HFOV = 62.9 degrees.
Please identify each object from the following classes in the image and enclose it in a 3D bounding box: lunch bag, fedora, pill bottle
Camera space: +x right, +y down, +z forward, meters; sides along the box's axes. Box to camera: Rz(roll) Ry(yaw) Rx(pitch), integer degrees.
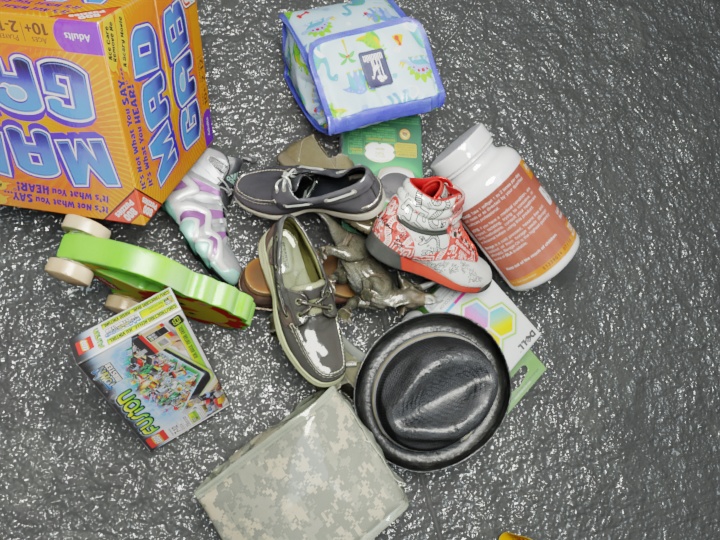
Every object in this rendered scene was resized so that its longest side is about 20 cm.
[{"bbox_3d":[-0.002,-0.267,0.783,0.166,0.129,0.202,-18,57,-14],"label":"lunch bag"},{"bbox_3d":[0.089,0.142,0.683,0.195,0.092,0.206,0,82,-2],"label":"fedora"},{"bbox_3d":[0.183,-0.083,0.760,0.112,0.112,0.201,-44,100,-18],"label":"pill bottle"},{"bbox_3d":[-0.060,0.250,0.677,0.198,0.118,0.166,-34,87,-3],"label":"lunch bag"}]

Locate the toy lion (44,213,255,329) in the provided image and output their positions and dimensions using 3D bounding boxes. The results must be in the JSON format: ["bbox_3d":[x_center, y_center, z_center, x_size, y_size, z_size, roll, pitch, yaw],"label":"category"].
[{"bbox_3d":[-0.218,0.019,0.668,0.187,0.201,0.070,12,72,10],"label":"toy lion"}]

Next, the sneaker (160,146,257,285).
[{"bbox_3d":[-0.181,-0.094,0.758,0.139,0.078,0.201,-37,88,-17],"label":"sneaker"}]

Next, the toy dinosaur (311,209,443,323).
[{"bbox_3d":[0.000,0.000,0.730,0.200,0.078,0.102,43,35,14],"label":"toy dinosaur"}]

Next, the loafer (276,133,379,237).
[{"bbox_3d":[-0.024,-0.109,0.757,0.199,0.076,0.068,39,93,15],"label":"loafer"}]

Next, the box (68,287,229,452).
[{"bbox_3d":[-0.220,0.116,0.645,0.109,0.202,0.035,-29,54,-18],"label":"box"}]

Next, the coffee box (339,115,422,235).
[{"bbox_3d":[0.028,-0.120,0.829,0.120,0.044,0.206,1,77,-11],"label":"coffee box"}]

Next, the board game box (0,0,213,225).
[{"bbox_3d":[-0.294,-0.200,0.628,0.194,0.204,0.202,8,39,6],"label":"board game box"}]

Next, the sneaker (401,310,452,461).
[{"bbox_3d":[0.110,0.153,0.783,0.103,0.075,0.205,-3,81,-30],"label":"sneaker"}]

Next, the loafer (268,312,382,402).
[{"bbox_3d":[-0.037,0.120,0.745,0.197,0.075,0.071,32,68,-4],"label":"loafer"}]

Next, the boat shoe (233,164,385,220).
[{"bbox_3d":[-0.068,-0.104,0.694,0.195,0.063,0.074,6,65,18],"label":"boat shoe"}]

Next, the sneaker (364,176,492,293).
[{"bbox_3d":[0.109,-0.043,0.708,0.198,0.109,0.068,16,29,-31],"label":"sneaker"}]

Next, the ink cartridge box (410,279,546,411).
[{"bbox_3d":[0.174,0.092,0.808,0.104,0.059,0.201,-41,89,-19],"label":"ink cartridge box"}]

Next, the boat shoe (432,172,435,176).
[{"bbox_3d":[0.187,-0.086,0.849,0.197,0.072,0.067,28,68,-14],"label":"boat shoe"}]

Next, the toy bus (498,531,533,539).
[{"bbox_3d":[0.211,0.459,0.707,0.191,0.135,0.202,41,69,-15],"label":"toy bus"}]

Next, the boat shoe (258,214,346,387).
[{"bbox_3d":[-0.065,0.030,0.673,0.070,0.066,0.205,-12,69,-27],"label":"boat shoe"}]

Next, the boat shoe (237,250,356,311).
[{"bbox_3d":[-0.063,0.015,0.765,0.195,0.071,0.072,2,61,-24],"label":"boat shoe"}]
